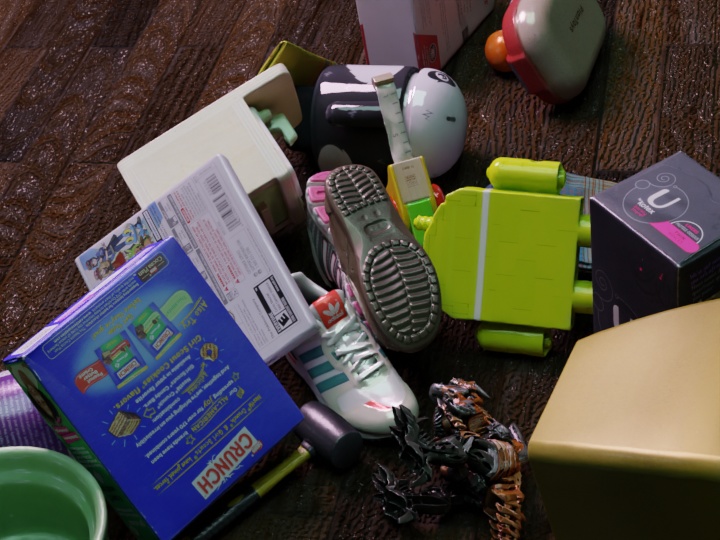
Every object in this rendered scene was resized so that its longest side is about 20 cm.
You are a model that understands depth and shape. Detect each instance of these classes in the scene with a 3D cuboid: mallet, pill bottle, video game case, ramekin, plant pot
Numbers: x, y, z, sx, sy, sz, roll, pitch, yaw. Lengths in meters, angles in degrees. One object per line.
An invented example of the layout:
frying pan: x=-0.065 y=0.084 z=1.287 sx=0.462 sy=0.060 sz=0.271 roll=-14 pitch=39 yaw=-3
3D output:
mallet: x=-0.080 y=0.193 z=1.310 sx=0.065 sy=0.041 sz=0.200 roll=24 pitch=54 yaw=38
pill bottle: x=-0.318 y=0.148 z=1.350 sx=0.197 sy=0.112 sz=0.112 roll=-15 pitch=40 yaw=-7
video game case: x=-0.156 y=0.022 z=1.412 sx=0.181 sy=0.022 sz=0.201 roll=-34 pitch=70 yaw=11
ramekin: x=-0.294 y=0.251 z=1.233 sx=0.197 sy=0.099 sz=0.201 roll=-6 pitch=40 yaw=5
plant pot: x=0.244 y=0.149 z=1.180 sx=0.174 sy=0.202 sz=0.201 roll=2 pitch=39 yaw=31

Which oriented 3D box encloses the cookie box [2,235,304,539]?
cookie box: x=-0.176 y=0.104 z=1.290 sx=0.171 sy=0.201 sz=0.075 roll=-40 pitch=12 yaw=-23

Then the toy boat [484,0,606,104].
toy boat: x=0.202 y=-0.274 z=1.758 sx=0.130 sy=0.131 sz=0.201 roll=-19 pitch=29 yaw=37

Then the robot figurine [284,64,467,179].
robot figurine: x=0.019 y=-0.164 z=1.639 sx=0.197 sy=0.126 sz=0.151 roll=4 pitch=41 yaw=17

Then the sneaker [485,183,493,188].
sneaker: x=0.131 y=-0.058 z=1.519 sx=0.074 sy=0.085 sz=0.201 roll=9 pitch=39 yaw=23

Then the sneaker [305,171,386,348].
sneaker: x=0.000 y=0.000 z=1.495 sx=0.073 sy=0.088 sz=0.201 roll=-20 pitch=63 yaw=-17

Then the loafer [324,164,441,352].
loafer: x=0.021 y=-0.006 z=1.410 sx=0.075 sy=0.068 sz=0.202 roll=-14 pitch=62 yaw=-12

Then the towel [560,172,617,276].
towel: x=0.248 y=-0.043 z=1.487 sx=0.197 sy=0.022 sz=0.148 roll=11 pitch=42 yaw=-2

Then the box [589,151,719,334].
box: x=0.275 y=0.022 z=1.304 sx=0.105 sy=0.202 sz=0.122 roll=-25 pitch=41 yaw=-19

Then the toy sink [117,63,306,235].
toy sink: x=-0.126 y=-0.093 z=1.530 sx=0.199 sy=0.131 sz=0.113 roll=-32 pitch=72 yaw=-6

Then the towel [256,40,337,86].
towel: x=-0.078 y=-0.207 z=1.663 sx=0.018 sy=0.087 sz=0.200 roll=36 pitch=9 yaw=13

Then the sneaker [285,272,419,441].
sneaker: x=-0.019 y=0.075 z=1.388 sx=0.070 sy=0.094 sz=0.200 roll=-26 pitch=42 yaw=-19

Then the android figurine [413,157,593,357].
android figurine: x=0.142 y=-0.013 z=1.406 sx=0.197 sy=0.185 sz=0.041 roll=4 pitch=7 yaw=17

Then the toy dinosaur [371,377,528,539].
toy dinosaur: x=0.090 y=0.162 z=1.268 sx=0.134 sy=0.104 sz=0.200 roll=2 pitch=16 yaw=-19

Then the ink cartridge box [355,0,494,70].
ink cartridge box: x=0.080 y=-0.338 z=1.817 sx=0.082 sy=0.148 sz=0.200 roll=13 pitch=44 yaw=28

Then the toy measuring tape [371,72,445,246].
toy measuring tape: x=0.043 y=-0.098 z=1.543 sx=0.073 sy=0.203 sz=0.074 roll=-16 pitch=-3 yaw=-1
